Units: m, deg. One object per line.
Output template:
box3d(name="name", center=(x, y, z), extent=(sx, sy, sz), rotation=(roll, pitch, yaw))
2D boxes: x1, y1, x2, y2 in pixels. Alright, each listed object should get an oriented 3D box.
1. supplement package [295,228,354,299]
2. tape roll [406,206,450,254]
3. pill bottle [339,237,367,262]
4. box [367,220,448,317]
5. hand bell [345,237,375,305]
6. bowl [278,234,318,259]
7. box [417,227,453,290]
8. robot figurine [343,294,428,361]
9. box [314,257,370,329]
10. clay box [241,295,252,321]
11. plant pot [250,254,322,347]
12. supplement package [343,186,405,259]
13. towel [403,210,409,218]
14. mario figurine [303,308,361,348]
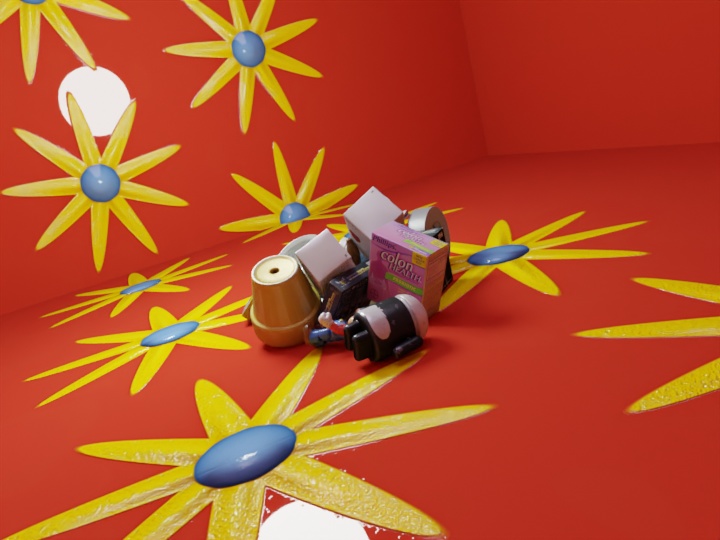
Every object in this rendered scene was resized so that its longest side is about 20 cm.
box3d(name="supplement package", center=(-0.085, -0.003, 1.661), extent=(0.113, 0.110, 0.200), rotation=(-37, -21, -10))
box3d(name="tape roll", center=(0.218, -0.099, 1.949), extent=(0.066, 0.202, 0.200), rotation=(-6, 17, 31))
box3d(name="pill bottle", center=(0.034, -0.039, 1.845), extent=(0.198, 0.110, 0.109), rotation=(14, 22, 13))
box3d(name="box", center=(0.117, 0.004, 1.569), extent=(0.175, 0.202, 0.096), rotation=(27, 37, 32))
box3d(name="hand bell", center=(0.000, 0.000, 1.772), extent=(0.103, 0.201, 0.104), rotation=(-20, 19, 7))
box3d(name="bowl", center=(-0.186, -0.016, 2.042), extent=(0.200, 0.091, 0.202), rotation=(-21, 42, 20))
box3d(name="box", center=(0.181, -0.013, 1.742), extent=(0.085, 0.165, 0.200), rotation=(-6, 16, 29))
box3d(name="robot figurine", center=(0.061, 0.134, 1.407), extent=(0.199, 0.151, 0.125), rotation=(-21, -13, -22))
box3d(name="box", center=(-0.028, 0.066, 1.643), extent=(0.051, 0.159, 0.199), rotation=(36, 38, 21))
box3d(name="clay box", center=(-0.301, 0.058, 1.938), extent=(0.201, 0.047, 0.115), rotation=(-56, 11, 6))
box3d(name="plant pot", center=(-0.209, 0.070, 1.647), extent=(0.199, 0.190, 0.202), rotation=(-7, 37, 5))
box3d(name="supplement package", center=(0.045, -0.114, 1.704), extent=(0.120, 0.121, 0.200), rotation=(-43, -22, -10))
box3d(name="towel", center=(0.050, -0.127, 1.939), extent=(0.199, 0.023, 0.144), rotation=(-16, 23, 46))
box3d(name="mario figurine", center=(-0.038, 0.133, 1.536), extent=(0.198, 0.107, 0.123), rotation=(-12, 13, 18))
